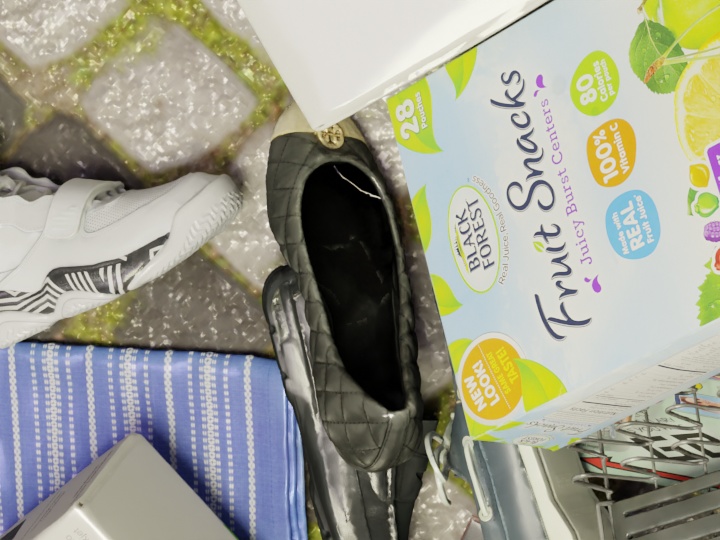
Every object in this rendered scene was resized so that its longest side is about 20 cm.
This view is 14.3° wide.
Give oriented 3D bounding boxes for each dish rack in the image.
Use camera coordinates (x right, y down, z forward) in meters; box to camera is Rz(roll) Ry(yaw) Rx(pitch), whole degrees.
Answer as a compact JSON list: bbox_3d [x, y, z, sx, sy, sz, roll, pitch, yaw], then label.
[{"bbox_3d":[0.146,0.042,1.258,0.153,0.055,0.200,-23,65,37],"label":"dish rack"}]

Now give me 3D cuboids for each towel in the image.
[{"bbox_3d":[-0.122,0.110,1.467,0.200,0.024,0.145,3,104,16],"label":"towel"}]

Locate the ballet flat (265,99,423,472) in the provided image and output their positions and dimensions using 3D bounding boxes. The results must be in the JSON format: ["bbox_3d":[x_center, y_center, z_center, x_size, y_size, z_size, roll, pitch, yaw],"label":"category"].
[{"bbox_3d":[0.000,0.000,1.342,0.057,0.066,0.200,124,139,-53],"label":"ballet flat"}]

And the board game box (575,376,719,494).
[{"bbox_3d":[0.172,0.036,1.299,0.200,0.029,0.135,8,93,40],"label":"board game box"}]

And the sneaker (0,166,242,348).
[{"bbox_3d":[-0.163,-0.032,1.413,0.200,0.075,0.115,-24,96,20],"label":"sneaker"}]

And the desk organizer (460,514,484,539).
[{"bbox_3d":[0.057,0.208,1.410,0.072,0.077,0.200,27,110,9],"label":"desk organizer"}]

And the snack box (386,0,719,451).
[{"bbox_3d":[0.119,-0.036,1.218,0.200,0.068,0.169,-30,64,35],"label":"snack box"}]

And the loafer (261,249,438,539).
[{"bbox_3d":[0.006,0.088,1.397,0.070,0.068,0.201,-14,96,-2],"label":"loafer"}]

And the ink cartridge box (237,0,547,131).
[{"bbox_3d":[0.028,-0.171,1.254,0.145,0.200,0.147,-30,94,19],"label":"ink cartridge box"}]

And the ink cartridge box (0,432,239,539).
[{"bbox_3d":[-0.142,0.200,1.442,0.146,0.084,0.200,47,120,-7],"label":"ink cartridge box"}]

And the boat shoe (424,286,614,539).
[{"bbox_3d":[0.068,0.088,1.320,0.062,0.075,0.200,-27,79,25],"label":"boat shoe"}]
